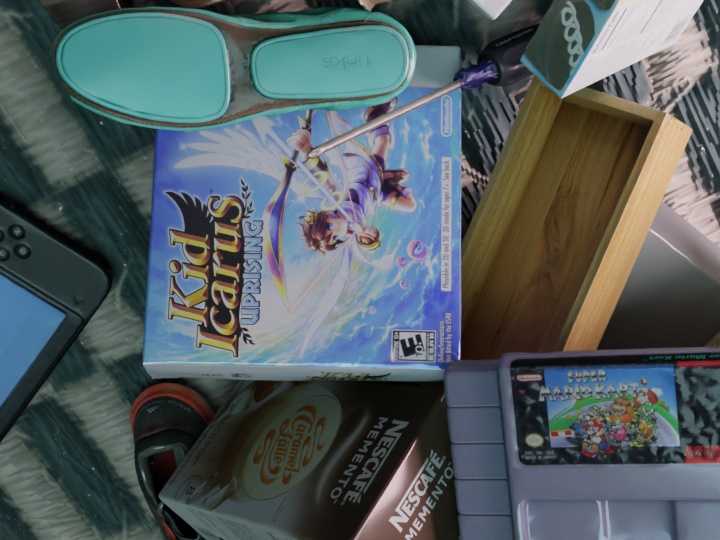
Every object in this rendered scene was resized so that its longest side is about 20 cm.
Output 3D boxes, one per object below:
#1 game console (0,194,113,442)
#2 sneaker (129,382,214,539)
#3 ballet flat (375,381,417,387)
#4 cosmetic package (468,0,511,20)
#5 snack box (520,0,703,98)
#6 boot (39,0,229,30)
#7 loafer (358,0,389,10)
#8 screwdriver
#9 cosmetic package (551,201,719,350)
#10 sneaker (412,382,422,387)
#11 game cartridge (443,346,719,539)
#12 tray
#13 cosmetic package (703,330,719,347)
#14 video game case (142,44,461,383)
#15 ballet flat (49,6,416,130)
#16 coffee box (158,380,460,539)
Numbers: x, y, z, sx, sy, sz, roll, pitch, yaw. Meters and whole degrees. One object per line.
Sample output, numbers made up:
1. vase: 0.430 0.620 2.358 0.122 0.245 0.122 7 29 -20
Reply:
1. game console: -0.285 0.049 0.838 0.171 0.118 0.200 34 112 -15
2. sneaker: -0.116 0.179 0.920 0.077 0.082 0.200 -19 114 9
3. ballet flat: -0.040 0.040 0.864 0.200 0.067 0.046 36 103 -22
4. cosmetic package: 0.056 -0.278 0.675 0.200 0.123 0.199 37 110 -16
5. snack box: 0.170 -0.188 0.689 0.037 0.116 0.200 47 139 18
6. boot: -0.116 -0.218 0.740 0.200 0.070 0.146 -18 105 -2
7. loafer: -0.061 -0.199 0.689 0.200 0.076 0.067 37 107 -14
8. screwdriver: 0.044 -0.105 0.751 0.200 0.029 0.028 -24 153 -30
9. cosmetic package: 0.213 0.033 0.836 0.200 0.107 0.090 34 111 -13
10. sneaker: 0.000 0.000 0.830 0.200 0.086 0.080 37 109 -16
11. game cartridge: 0.147 0.105 0.699 0.200 0.038 0.130 -3 106 18
12. tray: 0.108 -0.007 0.770 0.037 0.099 0.200 20 95 -47
13. cosmetic package: 0.241 0.072 0.740 0.073 0.104 0.200 34 113 -13
14. video game case: -0.032 -0.036 0.773 0.181 0.045 0.200 1 76 0
15. ballet flat: -0.069 -0.114 0.736 0.200 0.070 0.067 -2 98 -4
16. coffee box: -0.019 0.131 0.814 0.200 0.114 0.080 0 139 50
